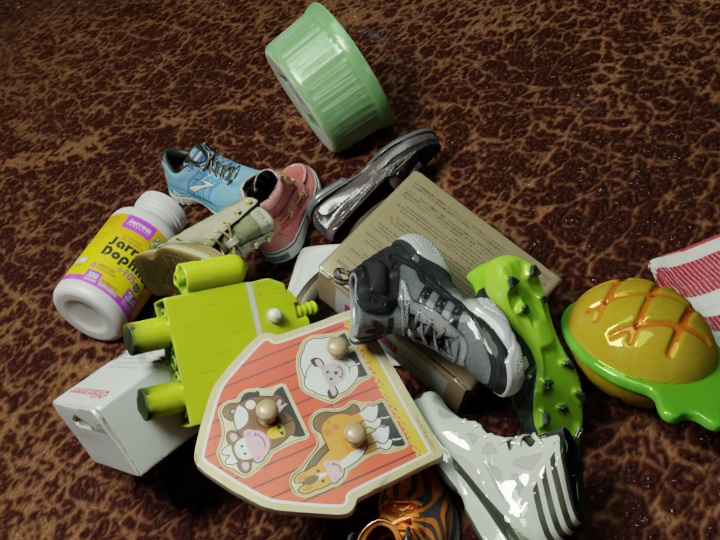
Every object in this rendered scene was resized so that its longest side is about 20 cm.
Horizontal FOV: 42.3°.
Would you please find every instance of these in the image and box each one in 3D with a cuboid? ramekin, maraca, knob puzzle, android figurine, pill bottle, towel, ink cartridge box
[{"bbox_3d":[-0.048,-0.263,1.308,0.097,0.200,0.200,-35,41,-2],"label":"ramekin"},{"bbox_3d":[0.269,0.077,0.846,0.136,0.108,0.200,-16,36,-23],"label":"maraca"},{"bbox_3d":[-0.053,0.129,0.827,0.217,0.031,0.221,0,53,0],"label":"knob puzzle"},{"bbox_3d":[-0.123,0.077,0.900,0.199,0.184,0.041,-9,-5,-30],"label":"android figurine"},{"bbox_3d":[-0.310,-0.012,1.231,0.103,0.105,0.201,3,48,29],"label":"pill bottle"},{"bbox_3d":[0.387,0.029,0.911,0.143,0.023,0.201,-21,40,3],"label":"towel"},{"bbox_3d":[0.080,0.019,0.970,0.200,0.075,0.165,39,67,15],"label":"ink cartridge box"},{"bbox_3d":[-0.196,0.114,0.960,0.200,0.084,0.145,-37,16,-30],"label":"ink cartridge box"}]

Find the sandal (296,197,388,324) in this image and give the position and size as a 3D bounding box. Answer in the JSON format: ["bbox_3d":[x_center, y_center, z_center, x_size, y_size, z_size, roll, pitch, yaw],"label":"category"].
[{"bbox_3d":[0.000,0.000,1.048,0.054,0.082,0.200,30,61,26],"label":"sandal"}]

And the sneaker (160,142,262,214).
[{"bbox_3d":[-0.214,-0.134,1.327,0.199,0.090,0.079,10,50,33],"label":"sneaker"}]

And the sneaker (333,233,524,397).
[{"bbox_3d":[0.054,0.052,0.847,0.113,0.076,0.200,-18,49,-26],"label":"sneaker"}]

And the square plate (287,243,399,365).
[{"bbox_3d":[-0.011,0.031,1.098,0.196,0.029,0.201,-4,44,22],"label":"square plate"}]

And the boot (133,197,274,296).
[{"bbox_3d":[-0.159,-0.028,1.073,0.154,0.073,0.199,-32,18,-29],"label":"boot"}]

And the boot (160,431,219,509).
[{"bbox_3d":[-0.087,0.178,0.942,0.162,0.074,0.198,14,48,38],"label":"boot"}]

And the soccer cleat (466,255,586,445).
[{"bbox_3d":[0.154,0.084,0.869,0.067,0.202,0.081,-17,2,-29],"label":"soccer cleat"}]

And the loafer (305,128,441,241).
[{"bbox_3d":[0.026,-0.106,1.209,0.199,0.072,0.063,-32,60,0],"label":"loafer"}]

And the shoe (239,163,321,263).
[{"bbox_3d":[-0.104,-0.106,1.234,0.071,0.091,0.201,-11,37,17],"label":"shoe"}]

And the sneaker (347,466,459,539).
[{"bbox_3d":[0.037,0.226,0.798,0.077,0.113,0.201,-12,42,14],"label":"sneaker"}]

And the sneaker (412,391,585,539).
[{"bbox_3d":[0.130,0.163,0.830,0.115,0.076,0.201,-42,49,8],"label":"sneaker"}]
